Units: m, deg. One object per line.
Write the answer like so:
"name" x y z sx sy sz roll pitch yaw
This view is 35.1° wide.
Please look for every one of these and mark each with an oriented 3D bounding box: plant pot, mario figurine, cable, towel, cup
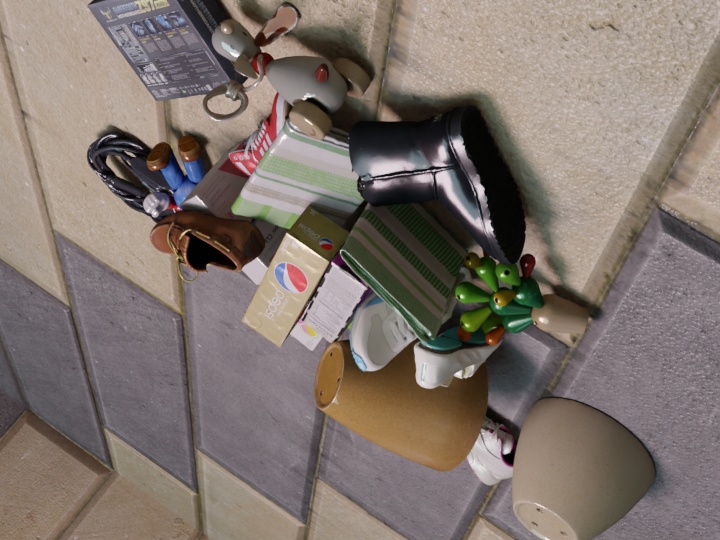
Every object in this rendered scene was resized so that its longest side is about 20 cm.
"plant pot" 0.043 0.164 1.560 0.198 0.189 0.186 15 160 -22
"mario figurine" -0.239 -0.093 1.682 0.122 0.106 0.201 12 141 36
"cable" -0.349 -0.141 1.812 0.199 0.051 0.164 31 156 8
"towel" -0.062 -0.113 1.420 0.148 0.031 0.200 17 145 -21
"cup" 0.291 0.299 1.590 0.199 0.144 0.201 28 151 17
"towel" 0.055 -0.020 1.355 0.153 0.201 0.023 45 124 -12

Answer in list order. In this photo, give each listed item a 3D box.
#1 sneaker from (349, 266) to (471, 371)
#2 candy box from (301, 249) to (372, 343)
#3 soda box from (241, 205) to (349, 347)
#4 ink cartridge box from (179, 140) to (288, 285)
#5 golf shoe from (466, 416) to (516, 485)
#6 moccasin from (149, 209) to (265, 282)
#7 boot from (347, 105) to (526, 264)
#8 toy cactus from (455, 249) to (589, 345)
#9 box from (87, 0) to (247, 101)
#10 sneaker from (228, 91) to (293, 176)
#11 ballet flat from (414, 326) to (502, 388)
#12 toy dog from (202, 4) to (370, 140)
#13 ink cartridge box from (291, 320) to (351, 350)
"sneaker" 0.062 0.051 1.438 0.080 0.200 0.077 1 128 47
"candy box" 0.000 0.000 1.501 0.061 0.137 0.200 37 153 3
"soda box" -0.088 0.011 1.491 0.067 0.064 0.201 34 136 1
"ink cartridge box" -0.139 -0.065 1.591 0.200 0.117 0.067 46 151 -16
"golf shoe" 0.182 0.241 1.727 0.091 0.076 0.200 -19 121 40
"moccasin" -0.215 -0.031 1.523 0.200 0.078 0.074 13 143 38
"boot" 0.086 -0.092 1.305 0.167 0.077 0.201 -4 124 39
"toy cactus" 0.198 0.037 1.397 0.163 0.103 0.201 14 146 5
"box" -0.239 -0.297 1.438 0.199 0.051 0.158 3 136 49
"sneaker" -0.115 -0.174 1.451 0.112 0.071 0.201 29 147 22
"ballet flat" 0.121 0.113 1.474 0.069 0.199 0.070 3 96 29
"toy dog" -0.089 -0.233 1.288 0.198 0.133 0.097 12 159 9
"ink cartridge box" -0.037 0.073 1.716 0.199 0.076 0.148 39 152 1
